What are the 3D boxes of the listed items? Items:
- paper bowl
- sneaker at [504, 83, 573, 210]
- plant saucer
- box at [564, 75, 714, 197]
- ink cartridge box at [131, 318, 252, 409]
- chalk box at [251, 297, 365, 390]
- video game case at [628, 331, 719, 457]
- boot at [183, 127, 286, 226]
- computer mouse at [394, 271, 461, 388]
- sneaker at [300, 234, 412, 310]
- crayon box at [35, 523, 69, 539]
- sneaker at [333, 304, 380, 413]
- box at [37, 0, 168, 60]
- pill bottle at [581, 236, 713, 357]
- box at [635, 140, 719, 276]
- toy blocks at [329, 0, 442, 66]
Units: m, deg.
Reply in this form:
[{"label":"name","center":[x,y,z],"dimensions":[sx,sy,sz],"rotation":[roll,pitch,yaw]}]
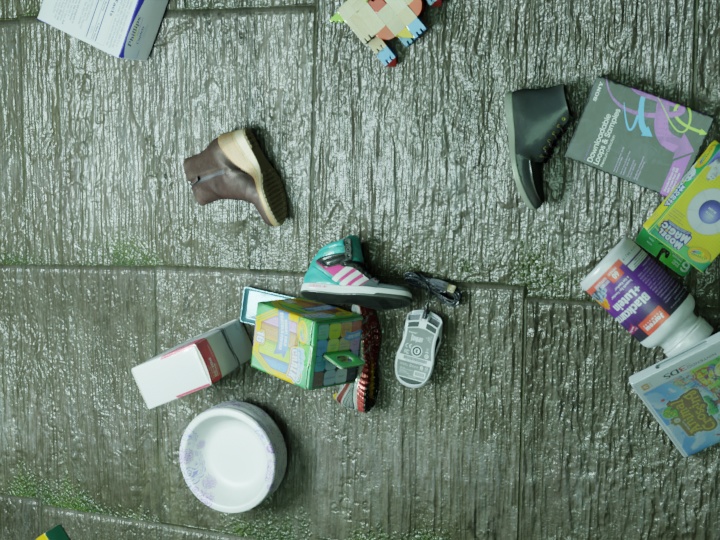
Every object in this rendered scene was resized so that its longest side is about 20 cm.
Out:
[{"label":"paper bowl","center":[-0.234,0.348,1.843],"dimensions":[0.199,0.104,0.202],"rotation":[2,97,20]},{"label":"sneaker","center":[0.304,-0.205,1.602],"dimensions":[0.105,0.075,0.202],"rotation":[-9,92,22]},{"label":"plant saucer","center":[-0.131,0.082,1.821],"dimensions":[0.199,0.019,0.070],"rotation":[12,100,19]},{"label":"box","center":[0.449,-0.215,1.572],"dimensions":[0.199,0.036,0.144],"rotation":[23,104,16]},{"label":"ink cartridge box","center":[-0.303,0.169,1.796],"dimensions":[0.146,0.200,0.083],"rotation":[-23,92,20]},{"label":"chalk box","center":[-0.080,0.129,1.697],"dimensions":[0.199,0.124,0.125],"rotation":[14,101,42]},{"label":"video game case","center":[0.552,0.197,1.538],"dimensions":[0.181,0.022,0.200],"rotation":[-31,119,20]},{"label":"boot","center":[-0.235,-0.153,1.816],"dimensions":[0.166,0.072,0.201],"rotation":[-24,90,32]},{"label":"computer mouse","center":[0.109,0.108,1.729],"dimensions":[0.109,0.044,0.202],"rotation":[15,96,12]},{"label":"sneaker","center":[0.000,0.000,1.722],"dimensions":[0.198,0.084,0.122],"rotation":[6,69,10]},{"label":"crayon box","center":[-0.671,0.666,2.059],"dimensions":[0.200,0.058,0.173],"rotation":[-37,85,20]},{"label":"sneaker","center":[-0.014,0.155,1.758],"dimensions":[0.082,0.078,0.202],"rotation":[7,97,23]},{"label":"box","center":[-0.474,-0.517,1.824],"dimensions":[0.199,0.105,0.185],"rotation":[28,104,15]},{"label":"pill bottle","center":[0.463,0.052,1.558],"dimensions":[0.200,0.111,0.112],"rotation":[44,108,10]},{"label":"box","center":[0.540,-0.090,1.531],"dimensions":[0.117,0.048,0.200],"rotation":[33,109,-9]},{"label":"toy blocks","center":[0.062,-0.444,1.661],"dimensions":[0.200,0.100,0.137],"rotation":[-39,95,20]}]
